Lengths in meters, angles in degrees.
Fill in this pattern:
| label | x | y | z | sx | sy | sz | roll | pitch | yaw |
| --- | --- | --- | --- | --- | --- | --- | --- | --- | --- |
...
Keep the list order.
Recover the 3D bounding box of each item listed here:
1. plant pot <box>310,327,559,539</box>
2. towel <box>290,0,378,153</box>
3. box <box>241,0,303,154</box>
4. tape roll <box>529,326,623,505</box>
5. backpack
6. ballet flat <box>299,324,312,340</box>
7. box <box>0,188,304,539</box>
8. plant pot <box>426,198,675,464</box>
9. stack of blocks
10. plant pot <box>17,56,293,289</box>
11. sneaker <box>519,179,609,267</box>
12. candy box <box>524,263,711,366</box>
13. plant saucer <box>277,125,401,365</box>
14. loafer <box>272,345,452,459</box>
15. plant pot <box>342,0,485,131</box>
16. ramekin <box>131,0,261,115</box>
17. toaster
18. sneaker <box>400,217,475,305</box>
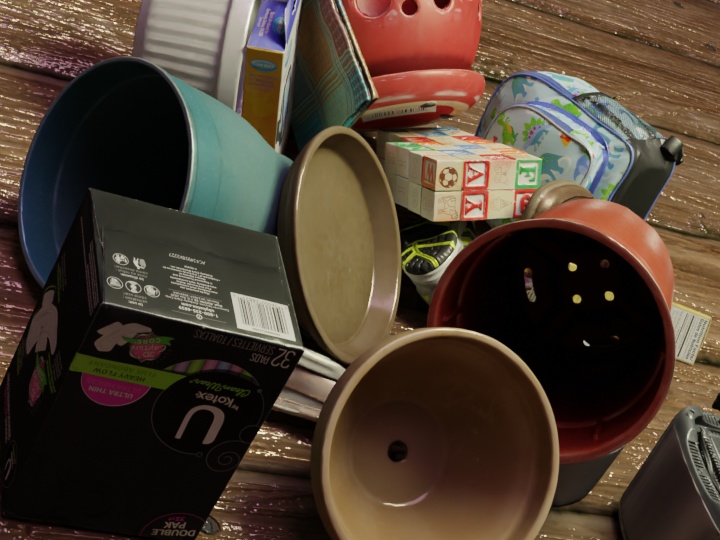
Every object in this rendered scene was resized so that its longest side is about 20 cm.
| label | x | y | z | sx | sy | sz | roll | pitch | yaw |
| --- | --- | --- | --- | --- | --- | --- | --- | --- | --- |
| plant pot | 0.046 | 0.144 | 1.243 | 0.200 | 0.202 | 0.093 | 17 | -7 | -21 |
| towel | -0.046 | -0.195 | 1.570 | 0.022 | 0.200 | 0.147 | -19 | 82 | -22 |
| box | -0.085 | -0.178 | 1.518 | 0.041 | 0.201 | 0.119 | 8 | 41 | 2 |
| tape roll | 0.142 | 0.113 | 1.435 | 0.199 | 0.066 | 0.201 | 21 | 32 | -14 |
| backpack | 0.204 | -0.111 | 1.700 | 0.146 | 0.184 | 0.200 | -1 | 37 | -42 |
| ballet flat | 0.000 | 0.000 | 1.479 | 0.069 | 0.070 | 0.200 | 33 | 31 | 5 |
| box | -0.151 | 0.071 | 1.114 | 0.148 | 0.200 | 0.125 | 15 | 35 | -25 |
| plant pot | 0.178 | 0.033 | 1.350 | 0.200 | 0.201 | 0.195 | 35 | 23 | 8 |
| stack of blocks | 0.081 | -0.099 | 1.605 | 0.115 | 0.059 | 0.200 | -3 | 15 | -23 |
| plant pot | -0.146 | -0.052 | 1.326 | 0.188 | 0.200 | 0.200 | 17 | 29 | -50 |
| sneaker | 0.234 | -0.036 | 1.565 | 0.075 | 0.071 | 0.200 | 29 | 9 | 38 |
| candy box | 0.232 | 0.029 | 1.576 | 0.199 | 0.057 | 0.117 | 21 | 3 | -34 |
| plant saucer | -0.018 | -0.020 | 1.352 | 0.029 | 0.201 | 0.200 | -6 | 19 | 26 |
| loafer | -0.003 | 0.119 | 1.324 | 0.199 | 0.063 | 0.072 | 28 | -2 | -10 |
| plant pot | 0.030 | -0.244 | 1.651 | 0.200 | 0.200 | 0.184 | -4 | 85 | -43 |
| ramekin | -0.151 | -0.209 | 1.530 | 0.104 | 0.201 | 0.200 | 11 | 32 | 1 |
| toaster | 0.295 | 0.210 | 1.362 | 0.113 | 0.129 | 0.201 | 16 | 34 | -24 |
| sneaker | 0.081 | -0.009 | 1.574 | 0.077 | 0.075 | 0.200 | 65 | 18 | -14 |
